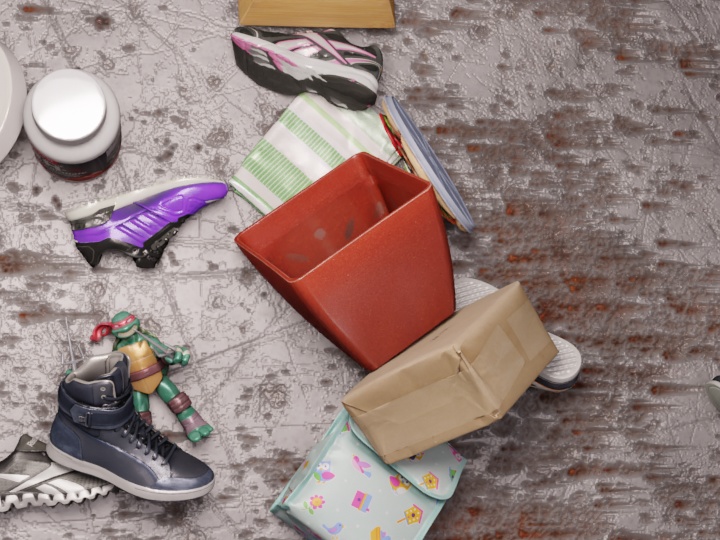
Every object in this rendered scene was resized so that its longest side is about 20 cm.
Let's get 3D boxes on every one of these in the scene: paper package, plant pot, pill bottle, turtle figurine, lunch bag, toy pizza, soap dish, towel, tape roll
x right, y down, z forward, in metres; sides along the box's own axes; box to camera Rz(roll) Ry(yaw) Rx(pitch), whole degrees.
[{"bbox_3d":[0.108,0.121,1.604,0.104,0.191,0.200,59,36,-5],"label":"paper package"},{"bbox_3d":[0.000,0.000,1.636,0.200,0.200,0.176,-35,117,-12],"label":"plant pot"},{"bbox_3d":[-0.336,-0.172,1.594,0.111,0.200,0.111,1,83,-9],"label":"pill bottle"},{"bbox_3d":[-0.261,0.121,1.624,0.150,0.101,0.200,-20,103,15],"label":"turtle figurine"},{"bbox_3d":[0.017,0.255,1.652,0.170,0.122,0.200,38,71,-2],"label":"lunch bag"},{"bbox_3d":[0.077,-0.126,1.672,0.032,0.200,0.200,-32,90,9],"label":"toy pizza"},{"bbox_3d":[-0.055,-0.388,1.721,0.200,0.081,0.158,0,75,-9],"label":"soap dish"},{"bbox_3d":[-0.052,-0.138,1.732,0.153,0.023,0.200,40,79,-3],"label":"towel"},{"bbox_3d":[-0.490,-0.195,1.607,0.203,0.037,0.203,-4,78,17],"label":"tape roll"}]

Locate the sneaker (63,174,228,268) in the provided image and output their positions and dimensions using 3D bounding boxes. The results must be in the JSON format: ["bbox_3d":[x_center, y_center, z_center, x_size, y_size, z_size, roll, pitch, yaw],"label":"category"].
[{"bbox_3d":[-0.252,-0.055,1.669,0.200,0.070,0.100,-16,93,-7],"label":"sneaker"}]

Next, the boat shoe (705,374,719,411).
[{"bbox_3d":[0.533,0.195,1.777,0.200,0.076,0.060,43,79,-15],"label":"boat shoe"}]

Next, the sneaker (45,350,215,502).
[{"bbox_3d":[-0.254,0.176,1.556,0.202,0.077,0.146,17,117,1],"label":"sneaker"}]

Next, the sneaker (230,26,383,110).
[{"bbox_3d":[-0.064,-0.269,1.720,0.200,0.080,0.086,21,60,3],"label":"sneaker"}]

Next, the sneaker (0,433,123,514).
[{"bbox_3d":[-0.371,0.236,1.610,0.200,0.066,0.091,-6,87,-9],"label":"sneaker"}]

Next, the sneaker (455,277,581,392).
[{"bbox_3d":[0.187,0.090,1.727,0.200,0.079,0.078,37,71,21],"label":"sneaker"}]
